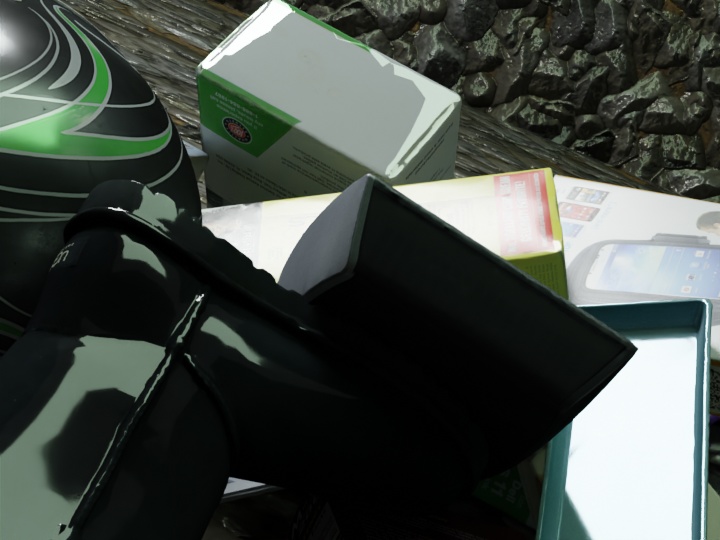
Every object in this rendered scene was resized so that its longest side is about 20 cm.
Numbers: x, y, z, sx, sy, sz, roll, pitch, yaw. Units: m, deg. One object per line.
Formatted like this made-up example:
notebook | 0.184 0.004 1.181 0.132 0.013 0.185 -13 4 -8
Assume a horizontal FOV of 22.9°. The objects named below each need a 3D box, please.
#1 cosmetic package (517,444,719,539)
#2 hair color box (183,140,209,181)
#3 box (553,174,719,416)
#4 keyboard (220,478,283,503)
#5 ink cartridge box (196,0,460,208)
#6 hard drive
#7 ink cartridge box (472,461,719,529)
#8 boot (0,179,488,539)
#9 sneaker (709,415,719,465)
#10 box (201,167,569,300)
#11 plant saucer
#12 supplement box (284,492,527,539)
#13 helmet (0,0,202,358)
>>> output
cosmetic package | 0.135 0.144 0.825 0.071 0.106 0.200 -19 17 -2
hair color box | -0.172 -0.036 1.017 0.060 0.099 0.200 28 12 19
box | 0.141 0.009 0.892 0.199 0.042 0.119 14 43 30
keyboard | -0.069 0.088 0.734 0.199 0.011 0.056 -9 15 -36
ink cartridge box | -0.021 -0.051 1.131 0.146 0.083 0.200 30 -32 18
hard drive | 0.023 0.035 0.742 0.135 0.042 0.200 33 -20 -3
ink cartridge box | 0.176 0.128 1.051 0.199 0.083 0.147 27 12 15
boot | -0.060 0.084 0.658 0.200 0.169 0.076 36 -33 -17
sneaker | 0.179 0.054 1.008 0.200 0.073 0.114 23 19 14
box | 0.000 0.000 0.869 0.199 0.050 0.075 -5 38 6
plant saucer | 0.114 0.081 0.755 0.069 0.019 0.200 -4 35 15
supplement box | 0.036 0.157 0.705 0.108 0.061 0.200 21 13 -17
helmet | -0.167 -0.021 0.767 0.199 0.201 0.191 20 29 -20
